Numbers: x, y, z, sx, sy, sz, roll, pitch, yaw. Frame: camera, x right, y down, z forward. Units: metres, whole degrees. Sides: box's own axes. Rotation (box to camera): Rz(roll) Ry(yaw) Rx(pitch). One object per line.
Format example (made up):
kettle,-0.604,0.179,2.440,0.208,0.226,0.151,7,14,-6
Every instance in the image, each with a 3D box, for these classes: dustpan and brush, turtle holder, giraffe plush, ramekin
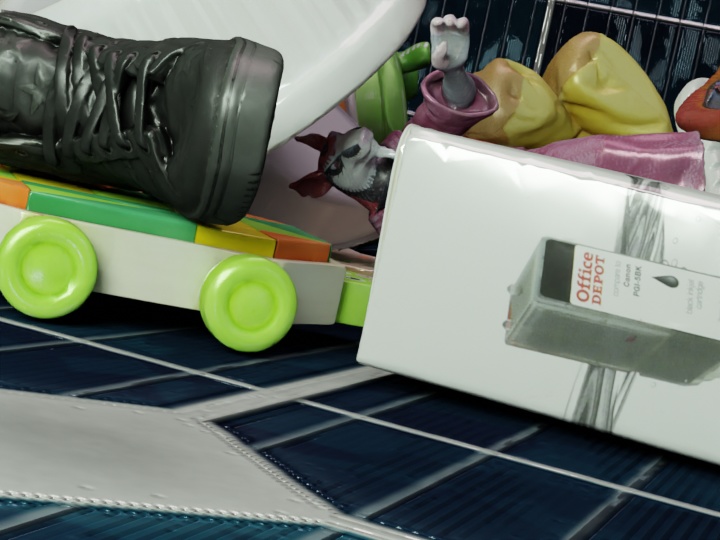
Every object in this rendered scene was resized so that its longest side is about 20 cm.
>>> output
dustpan and brush,-0.073,-0.051,0.838,0.140,0.057,0.200,47,28,15
turtle holder,-0.021,-0.085,1.089,0.131,0.142,0.186,-5,14,-4
giraffe plush,0.129,-0.045,1.040,0.199,0.174,0.162,-1,-12,-23
ramekin,-0.076,-0.118,0.745,0.094,0.202,0.202,57,-16,-24

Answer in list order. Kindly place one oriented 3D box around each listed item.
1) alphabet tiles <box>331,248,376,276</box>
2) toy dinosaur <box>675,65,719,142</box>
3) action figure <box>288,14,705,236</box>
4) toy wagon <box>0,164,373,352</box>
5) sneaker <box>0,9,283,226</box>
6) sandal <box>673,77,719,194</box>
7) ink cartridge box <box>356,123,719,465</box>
alphabet tiles,0.000,0.000,0.881,0.199,0.015,0.196,12,5,9
toy dinosaur,0.201,-0.079,0.682,0.181,0.105,0.200,15,-25,39
action figure,0.066,-0.036,0.760,0.199,0.135,0.149,15,4,6
toy wagon,-0.067,-0.005,0.613,0.199,0.040,0.155,10,5,-18
sneaker,-0.096,-0.056,0.576,0.104,0.060,0.200,13,-1,-15
sandal,0.216,-0.021,0.940,0.082,0.203,0.050,17,-40,-21
ink cartridge box,0.116,0.015,0.574,0.199,0.083,0.147,15,5,18
